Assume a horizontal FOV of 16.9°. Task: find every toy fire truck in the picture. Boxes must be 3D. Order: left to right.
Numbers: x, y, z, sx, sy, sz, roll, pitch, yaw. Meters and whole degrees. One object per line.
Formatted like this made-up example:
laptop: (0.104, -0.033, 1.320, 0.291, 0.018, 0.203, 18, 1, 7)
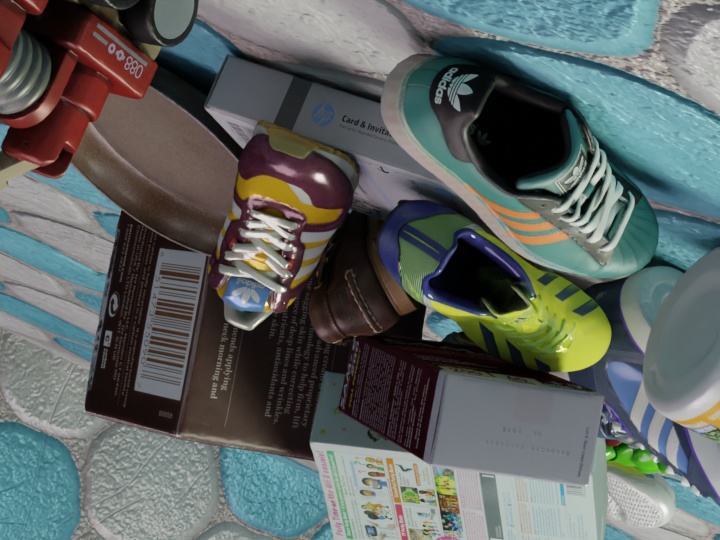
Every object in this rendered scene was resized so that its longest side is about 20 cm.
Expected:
toy fire truck: (-0.207, -0.109, 1.312, 0.128, 0.201, 0.176, 16, 168, 32)

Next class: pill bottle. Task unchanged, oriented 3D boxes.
pill bottle: (0.277, 0.074, 1.442, 0.199, 0.113, 0.112, 27, 169, -19)

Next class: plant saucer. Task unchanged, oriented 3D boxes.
plant saucer: (-0.134, -0.083, 1.634, 0.199, 0.032, 0.201, 30, 155, 15)

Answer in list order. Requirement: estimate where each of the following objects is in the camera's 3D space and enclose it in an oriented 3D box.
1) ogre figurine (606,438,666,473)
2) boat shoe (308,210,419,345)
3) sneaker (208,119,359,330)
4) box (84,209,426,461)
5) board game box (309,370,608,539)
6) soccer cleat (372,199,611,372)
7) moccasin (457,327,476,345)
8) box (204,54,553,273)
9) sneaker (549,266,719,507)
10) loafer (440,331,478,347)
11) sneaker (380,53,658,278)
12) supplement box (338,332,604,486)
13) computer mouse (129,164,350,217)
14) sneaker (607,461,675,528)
ogre figurine: (0.199, 0.097, 1.737, 0.119, 0.201, 0.098, 16, -145, -21)
boat shoe: (0.000, 0.000, 1.616, 0.071, 0.070, 0.200, 59, -170, -6)
sneaker: (-0.051, -0.020, 1.482, 0.075, 0.091, 0.200, 23, 163, 5)
box: (-0.079, 0.053, 1.850, 0.199, 0.167, 0.164, 13, 176, -32)
board game box: (0.073, 0.145, 1.721, 0.199, 0.065, 0.148, 5, 146, 11)
soccer cleat: (0.090, 0.021, 1.469, 0.200, 0.065, 0.084, 31, -178, -39)
moccasin: (0.096, 0.026, 1.687, 0.073, 0.078, 0.201, 16, 168, 22)
box: (0.019, -0.064, 1.505, 0.199, 0.041, 0.156, 20, 170, 22)
sneaker: (0.199, 0.098, 1.590, 0.201, 0.080, 0.146, 57, 146, 0)
loafer: (0.078, 0.087, 1.786, 0.070, 0.070, 0.200, 28, 178, 0)
sneaker: (0.102, -0.049, 1.310, 0.200, 0.072, 0.080, 31, 171, -33)
supplement box: (0.067, 0.085, 1.543, 0.108, 0.061, 0.200, 9, -177, -18)
computer mouse: (-0.116, -0.068, 1.742, 0.199, 0.053, 0.138, 19, 170, 21)
sneaker: (0.189, 0.123, 1.918, 0.200, 0.105, 0.076, 30, 148, 36)
